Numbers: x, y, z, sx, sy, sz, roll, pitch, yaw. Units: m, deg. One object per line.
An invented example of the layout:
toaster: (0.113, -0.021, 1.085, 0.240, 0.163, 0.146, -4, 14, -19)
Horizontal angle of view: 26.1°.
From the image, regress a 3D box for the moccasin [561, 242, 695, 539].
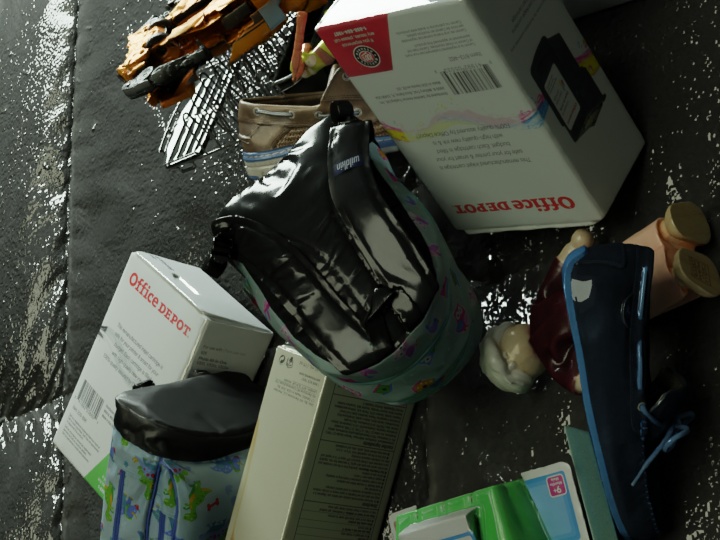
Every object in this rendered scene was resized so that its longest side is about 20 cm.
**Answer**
moccasin: (0.178, 0.081, 0.995, 0.067, 0.081, 0.202, -11, 110, 10)

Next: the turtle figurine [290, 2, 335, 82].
turtle figurine: (0.010, -0.223, 1.184, 0.161, 0.064, 0.202, -40, -24, -87)

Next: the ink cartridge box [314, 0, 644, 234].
ink cartridge box: (0.086, -0.128, 1.091, 0.145, 0.201, 0.083, -2, 45, 46)

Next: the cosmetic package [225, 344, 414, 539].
cosmetic package: (-0.035, 0.169, 1.214, 0.071, 0.105, 0.202, 17, 90, 49)

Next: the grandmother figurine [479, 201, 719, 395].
grandmother figurine: (0.158, 0.033, 1.082, 0.199, 0.060, 0.122, -33, 40, 40)

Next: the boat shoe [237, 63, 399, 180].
boat shoe: (-0.004, -0.128, 1.223, 0.198, 0.072, 0.073, -15, 106, 8)

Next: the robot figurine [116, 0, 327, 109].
robot figurine: (-0.123, -0.211, 1.330, 0.199, 0.058, 0.146, -32, 30, 17)

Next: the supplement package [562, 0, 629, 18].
supplement package: (0.152, -0.303, 1.134, 0.109, 0.113, 0.203, -10, 72, 46)

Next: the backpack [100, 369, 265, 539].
backpack: (-0.142, 0.204, 1.286, 0.153, 0.162, 0.202, 37, 113, 30)

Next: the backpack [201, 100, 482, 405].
backpack: (0.000, 0.000, 1.130, 0.167, 0.126, 0.200, -46, 54, 10)

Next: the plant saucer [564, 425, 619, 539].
plant saucer: (0.168, 0.203, 1.021, 0.019, 0.070, 0.202, -16, 64, 7)

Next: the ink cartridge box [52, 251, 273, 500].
ink cartridge box: (-0.179, 0.106, 1.397, 0.146, 0.084, 0.202, 37, 106, 46)

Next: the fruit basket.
fruit basket: (0.096, 0.248, 1.058, 0.185, 0.093, 0.202, -25, 69, 47)

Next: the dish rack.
dish rack: (-0.098, -0.168, 1.354, 0.198, 0.055, 0.154, -19, 36, 32)
